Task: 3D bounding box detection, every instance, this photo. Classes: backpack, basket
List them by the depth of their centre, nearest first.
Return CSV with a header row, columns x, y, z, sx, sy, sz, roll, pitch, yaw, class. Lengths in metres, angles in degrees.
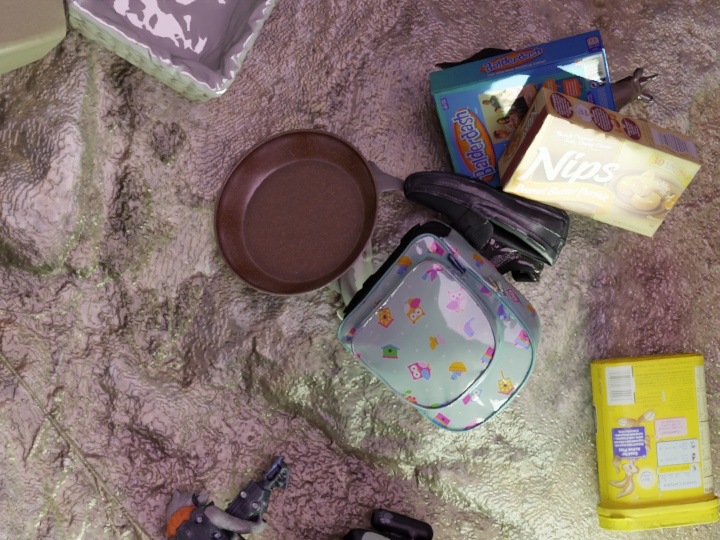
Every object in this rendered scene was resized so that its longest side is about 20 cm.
x,y,z,sx,sy,sz,roll,pitch,yaw,class
0.094,0.070,1.545,0.199,0.153,0.176,40,105,-7,backpack
-0.200,-0.312,1.588,0.197,0.161,0.202,30,81,-10,basket

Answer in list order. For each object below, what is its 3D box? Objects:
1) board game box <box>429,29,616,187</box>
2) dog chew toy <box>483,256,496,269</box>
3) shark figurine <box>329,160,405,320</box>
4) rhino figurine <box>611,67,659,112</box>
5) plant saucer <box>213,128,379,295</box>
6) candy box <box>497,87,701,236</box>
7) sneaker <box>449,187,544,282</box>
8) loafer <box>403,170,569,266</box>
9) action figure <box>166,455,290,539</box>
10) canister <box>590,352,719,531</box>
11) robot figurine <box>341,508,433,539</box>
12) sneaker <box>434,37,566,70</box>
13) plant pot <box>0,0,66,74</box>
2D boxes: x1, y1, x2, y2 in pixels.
x,y,z,sx,sy,sz,roll,pitch,yaw,class
0.192,-0.178,1.639,0.197,0.045,0.153,-13,129,9,board game box
0.121,0.037,1.666,0.124,0.124,0.201,-38,101,-11,dog chew toy
-0.009,-0.017,1.670,0.127,0.089,0.218,-6,99,-47,shark figurine
0.278,-0.198,1.733,0.198,0.087,0.060,-23,93,-12,rhino figurine
-0.070,-0.062,1.637,0.198,0.037,0.203,-6,70,16,plant saucer
0.269,-0.121,1.623,0.198,0.056,0.116,16,129,-16,candy box
0.210,-0.062,1.722,0.199,0.076,0.115,-38,98,-8,sneaker
0.142,-0.061,1.644,0.198,0.068,0.071,18,76,-3,loafer
-0.136,0.298,1.593,0.192,0.105,0.201,32,86,26,action figure
0.355,0.205,1.740,0.146,0.086,0.203,-3,88,-13,canister
0.032,0.368,1.642,0.198,0.125,0.152,16,102,-12,robot figurine
0.184,-0.243,1.719,0.199,0.103,0.061,-29,126,-47,sneaker
-0.420,-0.300,1.530,0.175,0.199,0.203,-9,91,-24,plant pot
